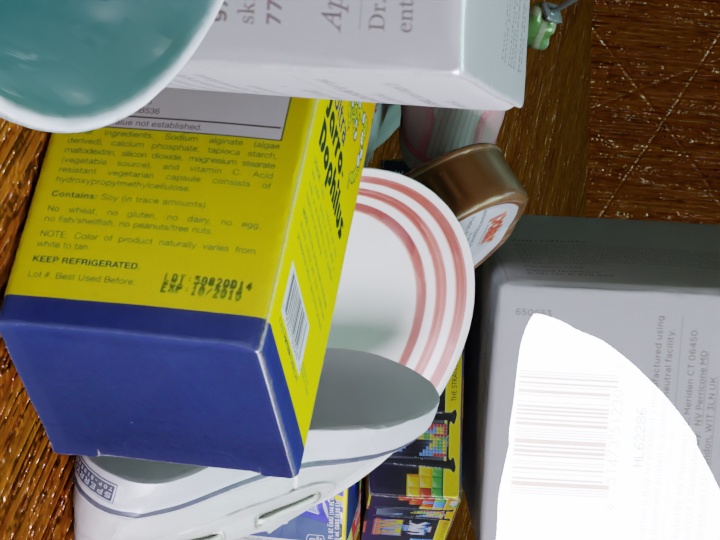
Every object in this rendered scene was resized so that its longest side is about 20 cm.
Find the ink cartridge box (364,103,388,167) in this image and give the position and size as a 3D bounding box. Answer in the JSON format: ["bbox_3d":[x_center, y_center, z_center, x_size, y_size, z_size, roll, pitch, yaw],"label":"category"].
[{"bbox_3d":[-0.034,-0.146,1.124,0.147,0.083,0.200,-71,164,-51],"label":"ink cartridge box"}]

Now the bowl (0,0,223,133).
[{"bbox_3d":[-0.113,-0.139,0.566,0.201,0.105,0.202,5,90,-66],"label":"bowl"}]

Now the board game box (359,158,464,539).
[{"bbox_3d":[0.031,0.054,1.320,0.165,0.057,0.201,99,-7,-72],"label":"board game box"}]

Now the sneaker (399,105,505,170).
[{"bbox_3d":[0.058,-0.156,1.231,0.105,0.075,0.201,97,-2,-55],"label":"sneaker"}]

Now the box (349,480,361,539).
[{"bbox_3d":[-0.025,0.080,1.385,0.075,0.050,0.200,-74,166,-54],"label":"box"}]

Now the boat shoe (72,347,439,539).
[{"bbox_3d":[-0.048,0.090,1.022,0.200,0.072,0.066,-18,133,-43],"label":"boat shoe"}]

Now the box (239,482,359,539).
[{"bbox_3d":[-0.034,0.059,1.265,0.064,0.070,0.201,-69,163,-69],"label":"box"}]

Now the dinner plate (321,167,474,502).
[{"bbox_3d":[-0.033,0.035,1.073,0.024,0.200,0.201,45,-33,43],"label":"dinner plate"}]

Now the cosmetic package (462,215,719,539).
[{"bbox_3d":[0.148,0.068,1.287,0.200,0.166,0.168,-96,-171,-77],"label":"cosmetic package"}]

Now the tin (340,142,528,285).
[{"bbox_3d":[0.000,0.000,1.149,0.042,0.200,0.112,57,-20,12],"label":"tin"}]

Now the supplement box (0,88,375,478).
[{"bbox_3d":[-0.066,-0.028,0.933,0.110,0.108,0.200,79,20,-57],"label":"supplement box"}]

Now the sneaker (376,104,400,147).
[{"bbox_3d":[0.051,-0.144,1.430,0.200,0.078,0.099,-53,141,-10],"label":"sneaker"}]

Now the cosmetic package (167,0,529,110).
[{"bbox_3d":[-0.046,-0.144,0.725,0.166,0.199,0.168,-9,104,-79],"label":"cosmetic package"}]

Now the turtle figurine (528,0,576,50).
[{"bbox_3d":[0.098,-0.230,1.574,0.200,0.144,0.194,-50,-174,0],"label":"turtle figurine"}]
